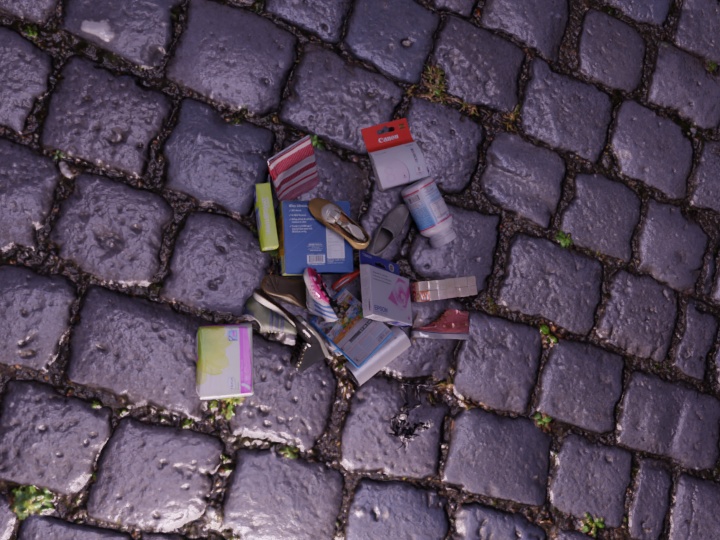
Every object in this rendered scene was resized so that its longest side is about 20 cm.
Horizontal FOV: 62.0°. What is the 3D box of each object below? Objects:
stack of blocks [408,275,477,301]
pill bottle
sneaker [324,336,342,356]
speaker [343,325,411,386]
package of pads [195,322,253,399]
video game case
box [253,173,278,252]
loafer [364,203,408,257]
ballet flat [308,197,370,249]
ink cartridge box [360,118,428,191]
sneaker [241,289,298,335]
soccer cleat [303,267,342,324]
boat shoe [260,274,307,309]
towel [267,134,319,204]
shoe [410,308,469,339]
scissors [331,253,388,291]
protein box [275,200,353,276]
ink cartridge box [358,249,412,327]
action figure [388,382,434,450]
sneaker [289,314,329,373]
[{"bbox_3d":[0.249,0.056,1.813,0.199,0.115,0.059,-5,87,-17],"label":"stack of blocks"},{"bbox_3d":[0.212,-0.175,1.821,0.108,0.109,0.201,-30,99,-16],"label":"pill bottle"},{"bbox_3d":[-0.028,0.150,1.752,0.087,0.075,0.200,42,76,-3],"label":"sneaker"},{"bbox_3d":[0.049,0.248,1.760,0.200,0.081,0.081,-36,96,-16],"label":"speaker"},{"bbox_3d":[-0.374,0.248,1.646,0.153,0.068,0.202,-2,86,-16],"label":"package of pads"},{"bbox_3d":[-0.026,0.162,1.708,0.200,0.018,0.143,41,76,20],"label":"video game case"},{"bbox_3d":[-0.267,-0.157,1.680,0.047,0.122,0.201,-7,87,-14],"label":"box"},{"bbox_3d":[0.087,-0.117,1.804,0.070,0.070,0.201,35,78,-11],"label":"loafer"},{"bbox_3d":[-0.051,-0.134,1.629,0.200,0.063,0.069,36,76,-12],"label":"ballet flat"},{"bbox_3d":[0.106,-0.360,1.841,0.162,0.057,0.201,-18,95,-16],"label":"ink cartridge box"},{"bbox_3d":[-0.247,0.144,1.698,0.200,0.067,0.090,40,95,-18],"label":"sneaker"},{"bbox_3d":[-0.122,0.078,1.645,0.086,0.070,0.200,-22,129,11],"label":"soccer cleat"},{"bbox_3d":[-0.192,0.062,1.713,0.199,0.066,0.074,24,76,-19],"label":"boat shoe"},{"bbox_3d":[-0.183,-0.274,1.683,0.144,0.200,0.023,-36,64,-16],"label":"towel"},{"bbox_3d":[0.244,0.162,1.830,0.199,0.071,0.092,4,83,-21],"label":"shoe"},{"bbox_3d":[0.000,0.000,1.757,0.200,0.073,0.014,-36,68,-5],"label":"scissors"},{"bbox_3d":[-0.133,-0.089,1.705,0.197,0.135,0.202,-2,86,-16],"label":"protein box"},{"bbox_3d":[0.075,0.051,1.727,0.196,0.043,0.201,18,63,-48],"label":"ink cartridge box"},{"bbox_3d":[0.146,0.432,1.763,0.118,0.102,0.201,9,82,-26],"label":"action figure"},{"bbox_3d":[-0.161,0.212,1.661,0.106,0.075,0.200,-38,138,-12],"label":"sneaker"}]
